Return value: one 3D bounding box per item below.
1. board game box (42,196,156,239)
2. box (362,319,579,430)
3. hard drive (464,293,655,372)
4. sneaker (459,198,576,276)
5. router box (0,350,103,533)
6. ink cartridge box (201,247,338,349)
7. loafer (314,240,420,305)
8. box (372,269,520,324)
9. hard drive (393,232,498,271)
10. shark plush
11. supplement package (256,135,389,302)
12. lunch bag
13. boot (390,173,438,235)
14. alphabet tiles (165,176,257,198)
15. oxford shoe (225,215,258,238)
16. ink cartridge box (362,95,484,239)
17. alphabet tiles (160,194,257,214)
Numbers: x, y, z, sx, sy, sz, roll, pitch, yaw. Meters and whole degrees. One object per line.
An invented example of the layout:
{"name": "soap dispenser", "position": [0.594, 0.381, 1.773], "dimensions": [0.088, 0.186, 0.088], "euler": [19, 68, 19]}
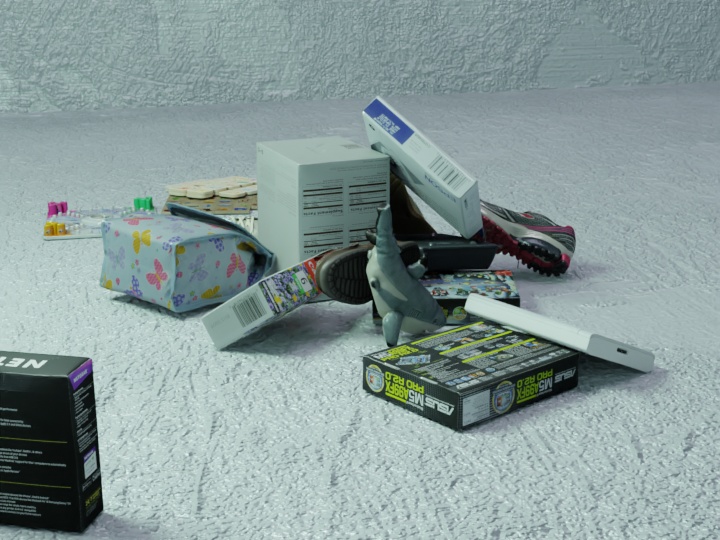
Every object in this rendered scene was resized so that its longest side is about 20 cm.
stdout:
{"name": "board game box", "position": [-0.465, -0.097, 2.136], "dimensions": [0.198, 0.026, 0.200], "euler": [-4, 17, -12]}
{"name": "box", "position": [0.127, 0.114, 1.356], "dimensions": [0.199, 0.045, 0.160], "euler": [-14, 20, -39]}
{"name": "hard drive", "position": [0.239, 0.074, 1.442], "dimensions": [0.131, 0.027, 0.199], "euler": [18, 0, -41]}
{"name": "sneaker", "position": [0.228, -0.063, 1.796], "dimensions": [0.199, 0.081, 0.075], "euler": [26, 59, 0]}
{"name": "router box", "position": [-0.334, 0.148, 1.063], "dimensions": [0.198, 0.151, 0.051], "euler": [4, 17, 12]}
{"name": "ink cartridge box", "position": [-0.105, 0.034, 1.548], "dimensions": [0.109, 0.051, 0.200], "euler": [-30, -2, 33]}
{"name": "loafer", "position": [0.000, 0.000, 1.579], "dimensions": [0.071, 0.074, 0.199], "euler": [9, 11, 36]}
{"name": "box", "position": [0.115, 0.035, 1.637], "dimensions": [0.198, 0.040, 0.137], "euler": [0, 15, 1]}
{"name": "hard drive", "position": [0.106, -0.028, 1.750], "dimensions": [0.134, 0.043, 0.200], "euler": [-2, 7, -20]}
{"name": "shark plush", "position": [0.050, -0.002, 1.498], "dimensions": [0.083, 0.202, 0.091], "euler": [-15, 22, 2]}
{"name": "supplement package", "position": [-0.057, -0.080, 1.753], "dimensions": [0.146, 0.202, 0.191], "euler": [-6, 18, -22]}
{"name": "lunch bag", "position": [-0.248, -0.024, 1.708], "dimensions": [0.169, 0.128, 0.199], "euler": [16, 16, 39]}
{"name": "boot", "position": [0.041, -0.108, 1.908], "dimensions": [0.072, 0.200, 0.155], "euler": [-40, 20, -2]}
{"name": "alphabet tiles", "position": [-0.285, -0.169, 2.384], "dimensions": [0.194, 0.015, 0.199], "euler": [9, 16, 35]}
{"name": "oxford shoe", "position": [-0.190, -0.059, 1.903], "dimensions": [0.198, 0.058, 0.075], "euler": [-5, 30, -1]}
{"name": "ink cartridge box", "position": [0.092, -0.133, 1.696], "dimensions": [0.199, 0.041, 0.200], "euler": [43, -8, 21]}
{"name": "alphabet tiles", "position": [-0.274, -0.129, 2.278], "dimensions": [0.198, 0.008, 0.167], "euler": [-1, 16, -3]}
